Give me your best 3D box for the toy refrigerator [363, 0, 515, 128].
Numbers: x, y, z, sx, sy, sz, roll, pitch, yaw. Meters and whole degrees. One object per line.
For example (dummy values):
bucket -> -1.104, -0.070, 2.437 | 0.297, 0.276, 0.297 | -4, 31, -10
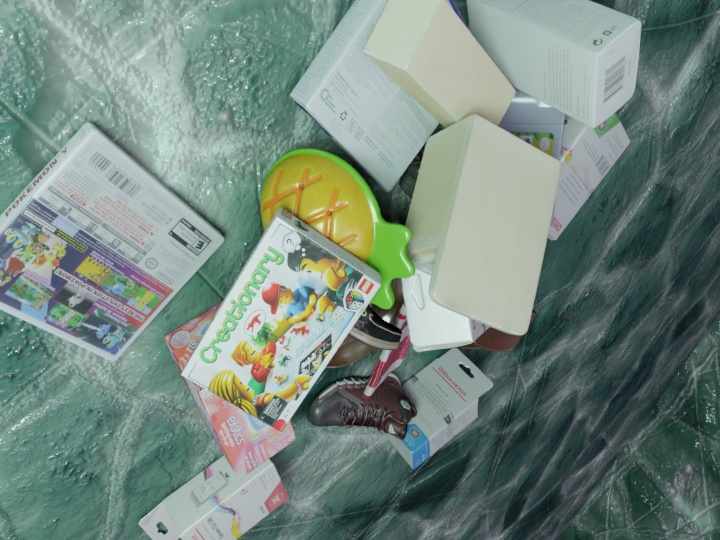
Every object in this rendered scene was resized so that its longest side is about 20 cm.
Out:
toy refrigerator -> 0.090, -0.215, 0.705 | 0.198, 0.069, 0.077 | 21, 101, -54

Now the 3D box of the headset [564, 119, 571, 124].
headset -> 0.259, -0.268, 0.853 | 0.094, 0.124, 0.200 | -47, 150, 3

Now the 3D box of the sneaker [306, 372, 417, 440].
sneaker -> 0.017, 0.230, 1.044 | 0.196, 0.115, 0.077 | -10, 130, -40

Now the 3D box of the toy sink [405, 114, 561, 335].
toy sink -> 0.125, -0.042, 0.725 | 0.127, 0.111, 0.206 | 20, 77, -23

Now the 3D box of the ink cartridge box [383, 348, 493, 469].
ink cartridge box -> 0.134, 0.245, 1.174 | 0.197, 0.116, 0.068 | -32, 141, -19

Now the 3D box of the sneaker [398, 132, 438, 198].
sneaker -> 0.158, -0.123, 0.862 | 0.195, 0.077, 0.116 | 21, 113, -16

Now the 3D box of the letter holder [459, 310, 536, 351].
letter holder -> 0.191, 0.093, 1.086 | 0.198, 0.100, 0.145 | 17, 106, -57

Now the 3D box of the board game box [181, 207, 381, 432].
board game box -> -0.083, 0.055, 0.669 | 0.124, 0.035, 0.202 | 31, 107, -12

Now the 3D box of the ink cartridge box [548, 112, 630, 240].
ink cartridge box -> 0.314, -0.168, 1.021 | 0.144, 0.087, 0.202 | 26, 101, -51

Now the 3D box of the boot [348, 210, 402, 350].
boot -> 0.000, 0.000, 0.817 | 0.197, 0.073, 0.153 | 30, 90, -23

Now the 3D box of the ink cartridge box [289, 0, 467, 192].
ink cartridge box -> 0.038, -0.219, 0.737 | 0.201, 0.040, 0.199 | -52, 144, 2

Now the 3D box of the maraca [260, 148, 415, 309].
maraca -> -0.029, -0.043, 0.703 | 0.139, 0.199, 0.107 | -56, 167, 30

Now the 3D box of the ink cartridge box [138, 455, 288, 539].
ink cartridge box -> -0.212, 0.351, 0.958 | 0.198, 0.067, 0.118 | -34, 141, -19

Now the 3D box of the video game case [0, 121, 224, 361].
video game case -> -0.253, -0.016, 0.637 | 0.183, 0.023, 0.200 | -47, 144, -3

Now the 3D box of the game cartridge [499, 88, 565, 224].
game cartridge -> 0.209, -0.154, 0.897 | 0.041, 0.129, 0.204 | -63, 154, -50

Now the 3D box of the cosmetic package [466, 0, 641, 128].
cosmetic package -> 0.215, -0.259, 0.747 | 0.073, 0.200, 0.103 | -36, 143, -12

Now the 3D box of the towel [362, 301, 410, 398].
towel -> 0.069, 0.090, 0.999 | 0.144, 0.022, 0.204 | -32, 147, -64

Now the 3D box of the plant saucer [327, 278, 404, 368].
plant saucer -> -0.007, 0.048, 0.929 | 0.197, 0.034, 0.204 | -28, 138, -28

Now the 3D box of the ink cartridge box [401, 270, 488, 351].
ink cartridge box -> 0.125, 0.015, 0.885 | 0.199, 0.082, 0.151 | -15, 95, -68

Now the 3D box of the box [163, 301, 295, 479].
box -> -0.157, 0.151, 0.812 | 0.093, 0.102, 0.203 | -30, 139, -21
